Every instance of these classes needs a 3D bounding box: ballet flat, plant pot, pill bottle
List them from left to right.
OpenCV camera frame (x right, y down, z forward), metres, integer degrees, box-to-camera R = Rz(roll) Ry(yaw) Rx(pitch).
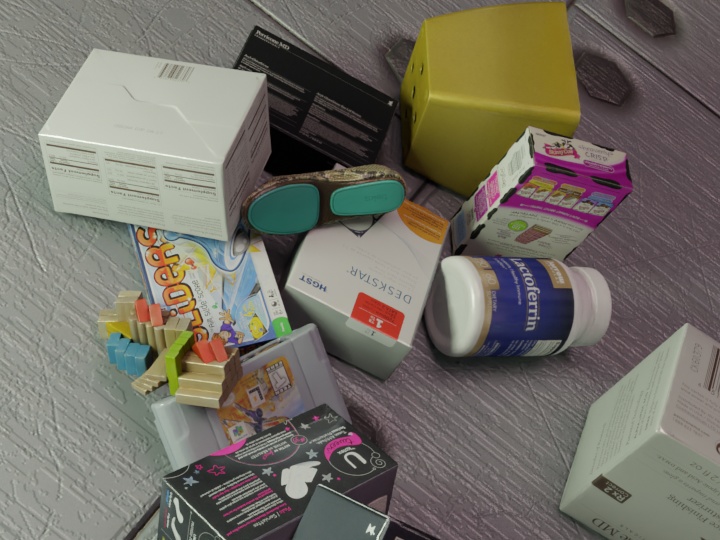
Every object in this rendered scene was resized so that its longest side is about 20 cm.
[{"bbox_3d":[-0.048,-0.082,1.589,0.200,0.068,0.075,-10,30,-24],"label":"ballet flat"},{"bbox_3d":[0.150,-0.210,1.803,0.176,0.200,0.200,7,53,-11],"label":"plant pot"},{"bbox_3d":[0.184,0.042,1.679,0.200,0.116,0.116,1,57,-29],"label":"pill bottle"}]

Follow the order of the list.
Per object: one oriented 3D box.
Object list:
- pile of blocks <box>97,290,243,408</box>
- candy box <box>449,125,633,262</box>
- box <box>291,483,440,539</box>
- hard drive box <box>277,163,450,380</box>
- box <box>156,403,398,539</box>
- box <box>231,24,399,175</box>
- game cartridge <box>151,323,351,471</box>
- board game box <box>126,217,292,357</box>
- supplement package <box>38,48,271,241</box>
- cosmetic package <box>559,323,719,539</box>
[{"bbox_3d":[-0.201,0.069,1.416,0.200,0.062,0.082,22,39,37],"label":"pile of blocks"},{"bbox_3d":[0.211,-0.077,1.722,0.136,0.200,0.061,13,52,-22],"label":"candy box"},{"bbox_3d":[0.019,0.324,1.285,0.198,0.123,0.200,32,80,-35],"label":"box"},{"bbox_3d":[0.000,0.000,1.636,0.156,0.077,0.200,26,49,-8],"label":"hard drive box"},{"bbox_3d":[-0.079,0.237,1.365,0.200,0.132,0.115,-21,44,-37],"label":"box"},{"bbox_3d":[-0.071,-0.182,1.728,0.200,0.079,0.141,28,51,-8],"label":"box"},{"bbox_3d":[-0.102,0.152,1.454,0.200,0.042,0.133,-27,98,-33],"label":"game cartridge"},{"bbox_3d":[-0.164,0.005,1.544,0.135,0.034,0.200,-13,63,-14],"label":"board game box"},{"bbox_3d":[-0.212,-0.136,1.543,0.200,0.111,0.156,10,46,11],"label":"supplement package"},{"bbox_3d":[0.352,0.201,1.597,0.165,0.200,0.165,32,47,-5],"label":"cosmetic package"}]
